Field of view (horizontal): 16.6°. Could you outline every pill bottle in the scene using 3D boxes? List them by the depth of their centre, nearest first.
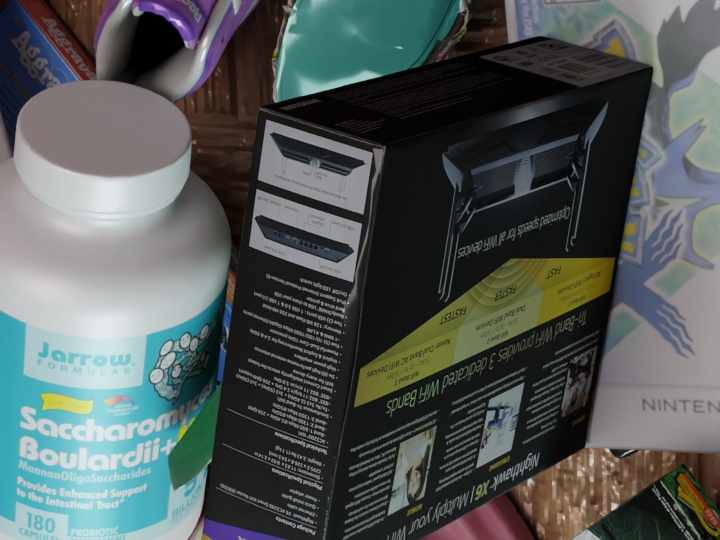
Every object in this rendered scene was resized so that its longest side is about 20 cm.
[{"bbox_3d":[-0.112,0.024,1.020,0.110,0.111,0.201,27,130,24],"label":"pill bottle"}]

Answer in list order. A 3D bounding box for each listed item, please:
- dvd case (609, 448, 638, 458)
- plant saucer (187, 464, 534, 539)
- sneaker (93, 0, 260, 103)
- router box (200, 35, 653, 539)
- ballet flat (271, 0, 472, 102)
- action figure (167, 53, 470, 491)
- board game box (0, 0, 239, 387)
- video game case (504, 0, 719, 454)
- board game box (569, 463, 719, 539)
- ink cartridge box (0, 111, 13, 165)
[{"bbox_3d":[0.143,-0.031,0.952,0.200,0.018,0.143,-32,82,33],"label":"dvd case"},{"bbox_3d":[-0.009,0.160,1.071,0.199,0.051,0.202,7,103,30],"label":"plant saucer"},{"bbox_3d":[-0.044,-0.144,0.981,0.072,0.114,0.201,28,122,-6],"label":"sneaker"},{"bbox_3d":[0.028,0.009,0.878,0.052,0.200,0.158,18,110,28],"label":"router box"},{"bbox_3d":[0.026,-0.142,0.975,0.075,0.064,0.201,30,116,6],"label":"ballet flat"},{"bbox_3d":[0.000,0.000,0.990,0.055,0.118,0.201,32,108,3],"label":"action figure"},{"bbox_3d":[-0.121,-0.019,1.120,0.200,0.019,0.103,52,123,12],"label":"board game box"},{"bbox_3d":[0.143,-0.029,0.928,0.181,0.022,0.201,0,100,33],"label":"video game case"},{"bbox_3d":[0.139,0.179,0.912,0.105,0.023,0.201,-39,83,37],"label":"board game box"},{"bbox_3d":[-0.236,-0.100,1.101,0.146,0.084,0.201,-19,86,58],"label":"ink cartridge box"}]
